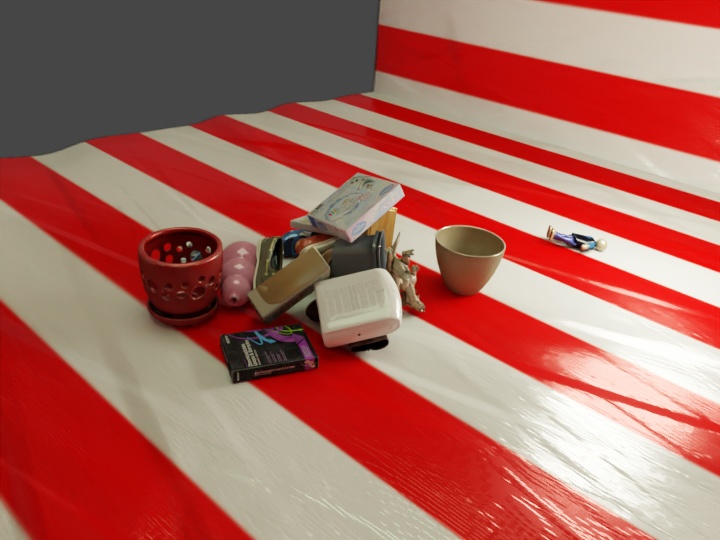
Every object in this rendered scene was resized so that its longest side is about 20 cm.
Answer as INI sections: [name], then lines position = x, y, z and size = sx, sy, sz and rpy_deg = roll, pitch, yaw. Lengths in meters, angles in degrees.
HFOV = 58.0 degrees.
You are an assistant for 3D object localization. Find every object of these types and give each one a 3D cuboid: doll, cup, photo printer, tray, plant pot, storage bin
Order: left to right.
[plant pot]
position = -0.427, 0.020, 1.555
size = 0.194, 0.187, 0.202
rpy_deg = 5, 26, -2
[photo printer]
position = -0.003, 0.082, 1.514
size = 0.194, 0.070, 0.169
rpy_deg = -13, 49, -2
[storage bin]
position = 0.000, 0.000, 1.680
size = 0.130, 0.205, 0.146
rpy_deg = 0, 27, 9
[tray]
position = 0.043, -0.076, 1.786
size = 0.097, 0.207, 0.037
rpy_deg = 3, 7, -40
[cup]
position = 0.295, -0.019, 1.813
size = 0.194, 0.147, 0.202
rpy_deg = 5, 28, -3
[doll]
position = 0.721, -0.099, 2.150
size = 0.194, 0.050, 0.137
rpy_deg = 13, 18, 0

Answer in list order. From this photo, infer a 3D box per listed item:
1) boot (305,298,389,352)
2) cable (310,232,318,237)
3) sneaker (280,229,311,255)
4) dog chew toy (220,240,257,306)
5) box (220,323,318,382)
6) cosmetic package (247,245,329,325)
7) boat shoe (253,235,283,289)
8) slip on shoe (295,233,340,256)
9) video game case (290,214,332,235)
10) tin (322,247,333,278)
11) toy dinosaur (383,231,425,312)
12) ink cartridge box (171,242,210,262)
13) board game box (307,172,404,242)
[boot]
position = -0.034, 0.127, 1.555
size = 0.194, 0.074, 0.168
rpy_deg = -6, 35, -3
[cable]
position = -0.050, -0.075, 1.888
size = 0.195, 0.051, 0.166
rpy_deg = -9, 59, -28
[sneaker]
position = -0.152, -0.074, 1.909
size = 0.194, 0.076, 0.083
rpy_deg = -7, 32, -21
[dog chew toy]
position = -0.311, 0.015, 1.665
size = 0.120, 0.127, 0.202
rpy_deg = 4, 35, -4
[box]
position = -0.207, 0.181, 1.456
size = 0.194, 0.037, 0.143
rpy_deg = -8, 31, -22
[cosmetic package]
position = -0.170, 0.038, 1.557
size = 0.198, 0.105, 0.072
rpy_deg = -36, 79, -13
[boat shoe]
position = -0.228, 0.008, 1.644
size = 0.059, 0.072, 0.207
rpy_deg = -15, 62, 25
[slip on shoe]
position = -0.095, -0.077, 1.788
size = 0.196, 0.075, 0.061
rpy_deg = -19, 55, -35
[video game case]
position = -0.070, -0.138, 1.843
size = 0.196, 0.024, 0.181
rpy_deg = 13, 23, 32
[tin]
position = -0.046, -0.013, 1.764
size = 0.041, 0.115, 0.198
rpy_deg = 11, 26, 37
[toy dinosaur]
position = 0.102, 0.012, 1.676
size = 0.083, 0.136, 0.205
rpy_deg = -15, 70, -8
[ink cartridge box]
position = -0.452, -0.030, 1.805
size = 0.096, 0.040, 0.201
rpy_deg = 9, 27, 7
[board game box]
position = -0.015, -0.171, 1.719
size = 0.199, 0.044, 0.197
rpy_deg = -41, 34, -18
